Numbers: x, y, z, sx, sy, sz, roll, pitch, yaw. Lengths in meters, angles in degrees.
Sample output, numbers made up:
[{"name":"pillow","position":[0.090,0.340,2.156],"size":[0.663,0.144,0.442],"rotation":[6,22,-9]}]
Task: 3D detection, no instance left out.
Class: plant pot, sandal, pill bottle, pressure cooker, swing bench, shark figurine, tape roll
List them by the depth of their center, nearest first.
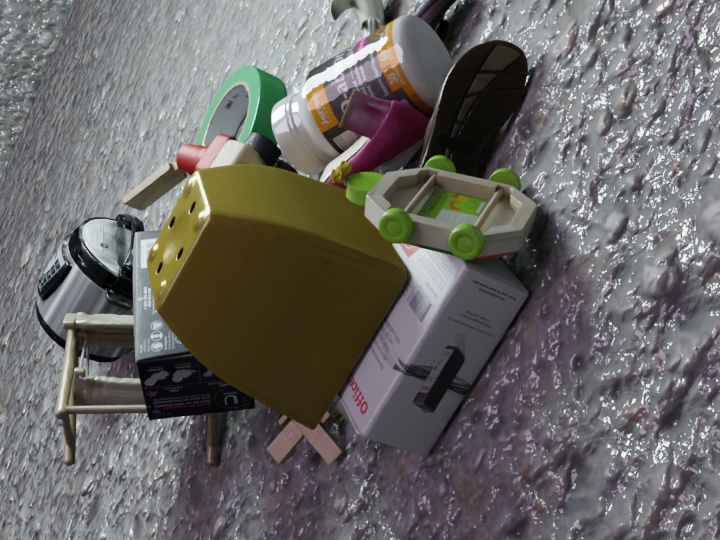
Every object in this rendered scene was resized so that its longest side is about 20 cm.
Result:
[{"name":"plant pot","position":[-0.102,0.005,1.363],"size":[0.195,0.199,0.196],"rotation":[-59,26,17]},{"name":"sandal","position":[0.110,-0.147,1.415],"size":[0.055,0.081,0.202],"rotation":[-96,25,-78]},{"name":"pill bottle","position":[0.003,-0.192,1.519],"size":[0.199,0.116,0.117],"rotation":[-27,46,28]},{"name":"swing bench","position":[-0.280,0.133,1.727],"size":[0.130,0.197,0.201],"rotation":[98,170,-51]},{"name":"shark figurine","position":[-0.001,-0.310,1.729],"size":[0.090,0.127,0.217],"rotation":[128,140,-80]},{"name":"tape roll","position":[-0.179,-0.198,1.973],"size":[0.200,0.048,0.202],"rotation":[-41,39,43]},{"name":"pressure cooker","position":[-0.382,0.015,2.057],"size":[0.176,0.178,0.201],"rotation":[45,116,18]}]

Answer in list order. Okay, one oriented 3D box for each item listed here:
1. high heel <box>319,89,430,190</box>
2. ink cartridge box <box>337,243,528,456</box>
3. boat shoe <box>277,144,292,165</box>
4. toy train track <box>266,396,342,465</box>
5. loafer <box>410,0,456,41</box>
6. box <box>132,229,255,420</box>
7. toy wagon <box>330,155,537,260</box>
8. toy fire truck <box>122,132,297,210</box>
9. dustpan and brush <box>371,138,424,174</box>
[{"name":"high heel","position":[0.007,-0.103,1.481],"size":[0.068,0.095,0.201],"rotation":[-72,4,-58]},{"name":"ink cartridge box","position":[0.059,0.058,1.332],"size":[0.201,0.083,0.145],"rotation":[-59,29,16]},{"name":"boat shoe","position":[-0.074,-0.166,1.721],"size":[0.199,0.068,0.074],"rotation":[35,145,55]},{"name":"toy train track","position":[-0.029,0.134,1.481],"size":[0.200,0.032,0.115],"rotation":[-49,67,17]},{"name":"loafer","position":[0.059,-0.251,1.589],"size":[0.200,0.063,0.072],"rotation":[-48,4,27]},{"name":"box","position":[-0.195,0.058,1.573],"size":[0.115,0.131,0.201],"rotation":[87,175,-47]},{"name":"toy wagon","position":[0.066,-0.064,1.293],"size":[0.155,0.198,0.040],"rotation":[-50,-31,-58]},{"name":"toy fire truck","position":[-0.179,-0.090,1.690],"size":[0.199,0.176,0.129],"rotation":[19,69,38]},{"name":"dustpan and brush","position":[0.009,-0.104,1.580],"size":[0.200,0.057,0.140],"rotation":[-53,19,39]}]
